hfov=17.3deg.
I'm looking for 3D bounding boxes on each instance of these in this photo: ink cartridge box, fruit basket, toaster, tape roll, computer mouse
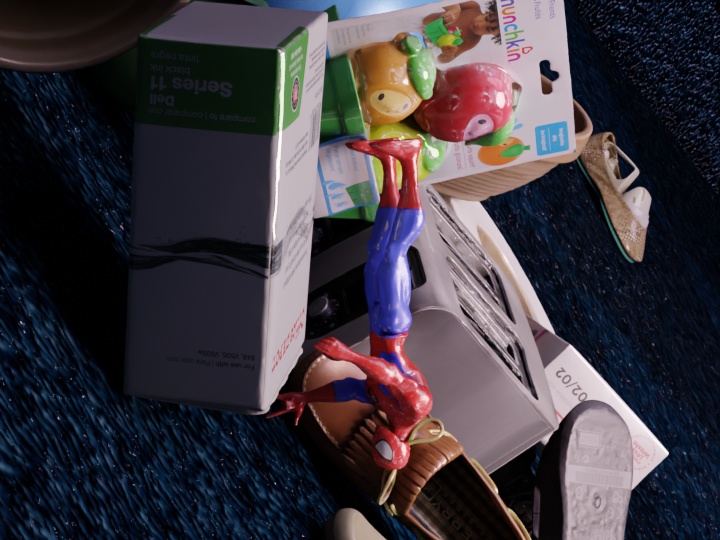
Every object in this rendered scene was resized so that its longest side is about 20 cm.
[{"bbox_3d":[0.154,0.106,1.747,0.115,0.068,0.200,46,-1,-13],"label":"ink cartridge box"},{"bbox_3d":[0.037,-0.102,1.502,0.185,0.199,0.094,78,6,-56],"label":"fruit basket"},{"bbox_3d":[-0.073,-0.038,1.305,0.147,0.083,0.201,-59,154,-75],"label":"ink cartridge box"},{"bbox_3d":[0.037,0.048,1.623,0.200,0.118,0.181,48,18,-34],"label":"toaster"},{"bbox_3d":[0.093,0.025,1.933,0.203,0.071,0.203,57,11,-18],"label":"tape roll"},{"bbox_3d":[0.123,0.188,1.599,0.140,0.046,0.201,3,85,-40],"label":"computer mouse"}]

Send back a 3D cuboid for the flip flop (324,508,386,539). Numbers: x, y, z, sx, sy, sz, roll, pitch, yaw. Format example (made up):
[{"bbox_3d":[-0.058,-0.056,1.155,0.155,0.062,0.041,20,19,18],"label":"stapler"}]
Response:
[{"bbox_3d":[0.049,0.204,1.456,0.200,0.057,0.081,47,18,-36],"label":"flip flop"}]

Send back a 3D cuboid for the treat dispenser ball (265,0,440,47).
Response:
[{"bbox_3d":[-0.038,-0.181,1.681,0.201,0.200,0.201,52,15,-20],"label":"treat dispenser ball"}]

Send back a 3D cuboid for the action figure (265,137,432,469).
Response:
[{"bbox_3d":[-0.007,0.024,1.430,0.065,0.099,0.201,-171,-105,-71],"label":"action figure"}]

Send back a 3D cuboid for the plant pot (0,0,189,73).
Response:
[{"bbox_3d":[-0.195,-0.234,1.354,0.200,0.200,0.174,48,0,-35],"label":"plant pot"}]

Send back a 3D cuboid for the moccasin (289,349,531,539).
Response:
[{"bbox_3d":[0.034,0.128,1.495,0.202,0.074,0.078,52,-15,-7],"label":"moccasin"}]

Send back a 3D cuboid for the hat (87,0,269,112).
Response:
[{"bbox_3d":[-0.156,-0.114,1.520,0.199,0.177,0.166,21,4,18],"label":"hat"}]

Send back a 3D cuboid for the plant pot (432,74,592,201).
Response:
[{"bbox_3d":[0.076,-0.119,1.889,0.200,0.093,0.201,23,21,-9],"label":"plant pot"}]

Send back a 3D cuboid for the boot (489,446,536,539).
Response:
[{"bbox_3d":[0.116,0.176,1.744,0.174,0.069,0.200,57,4,0],"label":"boot"}]

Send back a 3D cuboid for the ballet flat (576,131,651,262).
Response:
[{"bbox_3d":[0.335,-0.102,3.051,0.070,0.065,0.200,37,25,-55],"label":"ballet flat"}]
